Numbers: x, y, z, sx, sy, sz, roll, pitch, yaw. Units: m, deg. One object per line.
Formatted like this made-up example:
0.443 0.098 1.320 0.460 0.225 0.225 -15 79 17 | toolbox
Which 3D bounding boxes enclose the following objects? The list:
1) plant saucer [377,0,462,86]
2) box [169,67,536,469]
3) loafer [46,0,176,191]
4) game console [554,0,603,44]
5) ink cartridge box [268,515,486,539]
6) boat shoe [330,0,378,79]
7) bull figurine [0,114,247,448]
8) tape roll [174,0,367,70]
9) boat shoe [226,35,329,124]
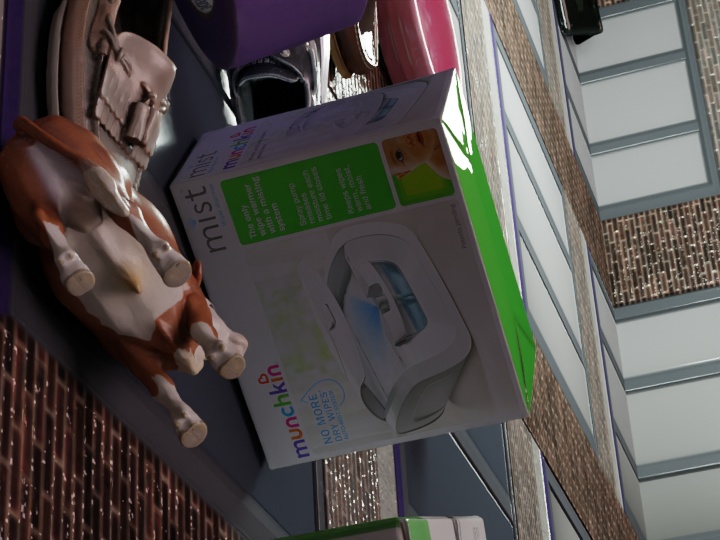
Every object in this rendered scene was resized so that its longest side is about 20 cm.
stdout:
0.054 -0.244 1.781 0.200 0.050 0.203 -12 90 -77 | plant saucer
0.000 0.000 1.103 0.097 0.174 0.202 -72 147 -65 | box
-0.125 -0.120 0.939 0.072 0.062 0.202 57 25 -57 | loafer
0.387 -0.539 3.414 0.175 0.116 0.202 -11 88 -46 | game console
-0.013 0.184 0.959 0.200 0.144 0.085 25 53 -72 | ink cartridge box
-0.008 -0.269 1.522 0.070 0.069 0.203 -14 93 -77 | boat shoe
-0.108 0.009 0.864 0.121 0.065 0.200 47 -5 47 | bull figurine
-0.072 -0.224 1.024 0.200 0.084 0.202 159 -90 -77 | tape roll
-0.061 -0.136 1.212 0.068 0.071 0.203 8 78 -77 | boat shoe
